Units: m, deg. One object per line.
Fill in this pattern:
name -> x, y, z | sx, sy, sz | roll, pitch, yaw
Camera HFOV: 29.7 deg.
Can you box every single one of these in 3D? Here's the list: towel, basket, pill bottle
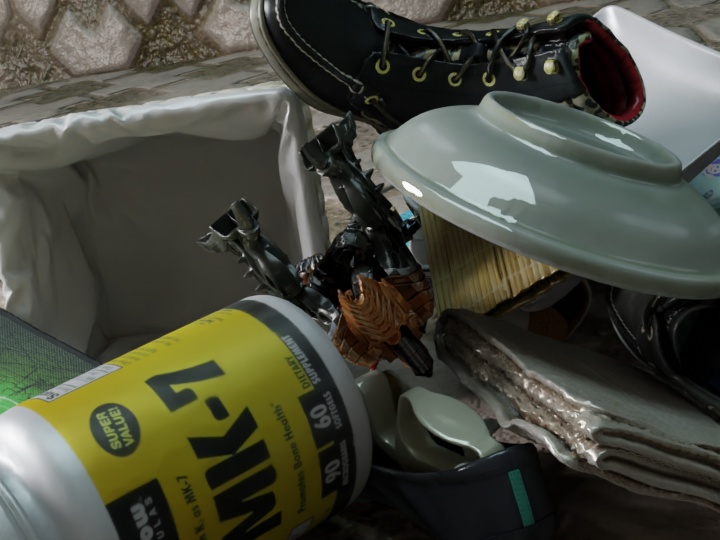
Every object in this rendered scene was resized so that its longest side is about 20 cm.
towel -> 0.120, 0.069, 0.651 | 0.131, 0.035, 0.200 | 20, 7, -16
basket -> -0.116, -0.014, 0.864 | 0.195, 0.203, 0.161 | -8, 14, 2
pill bottle -> -0.101, 0.098, 0.613 | 0.199, 0.116, 0.113 | -26, 23, -35

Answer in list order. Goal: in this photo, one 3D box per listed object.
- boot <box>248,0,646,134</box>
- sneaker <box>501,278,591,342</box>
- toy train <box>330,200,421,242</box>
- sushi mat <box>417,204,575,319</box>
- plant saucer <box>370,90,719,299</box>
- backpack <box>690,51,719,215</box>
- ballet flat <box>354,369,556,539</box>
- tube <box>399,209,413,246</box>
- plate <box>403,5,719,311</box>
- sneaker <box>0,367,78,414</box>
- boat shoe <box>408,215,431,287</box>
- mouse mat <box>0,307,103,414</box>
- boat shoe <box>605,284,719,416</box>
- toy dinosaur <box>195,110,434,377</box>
boot -> 0.052, -0.124, 0.769 | 0.152, 0.075, 0.203 | -10, -30, 43
sneaker -> 0.110, 0.013, 0.900 | 0.083, 0.074, 0.201 | 4, 25, 7
toy train -> 0.011, -0.023, 0.995 | 0.198, 0.034, 0.046 | -30, 26, 15
sushi mat -> 0.080, -0.039, 0.842 | 0.095, 0.012, 0.201 | -32, 32, 18
plant saucer -> 0.105, -0.049, 0.684 | 0.197, 0.051, 0.200 | 17, 18, -6
backpack -> 0.227, -0.068, 0.954 | 0.176, 0.152, 0.199 | -30, 31, -20
ballet flat -> 0.024, 0.086, 0.674 | 0.072, 0.074, 0.199 | -18, 18, -28
tube -> 0.073, -0.043, 1.138 | 0.198, 0.051, 0.077 | -26, 18, -31
plate -> 0.141, -0.072, 0.861 | 0.199, 0.032, 0.200 | -42, 32, 0
sneaker -> -0.224, 0.111, 0.764 | 0.197, 0.076, 0.088 | -7, 32, 18
boat shoe -> 0.109, -0.045, 1.076 | 0.198, 0.067, 0.071 | -22, 20, -37
mouse mat -> -0.205, 0.094, 0.716 | 0.198, 0.008, 0.161 | 22, 53, 34
boat shoe -> 0.176, 0.032, 0.686 | 0.056, 0.069, 0.200 | 24, 8, -27
toy dinosaur -> 0.000, 0.000, 0.700 | 0.102, 0.136, 0.200 | -39, 2, -20
